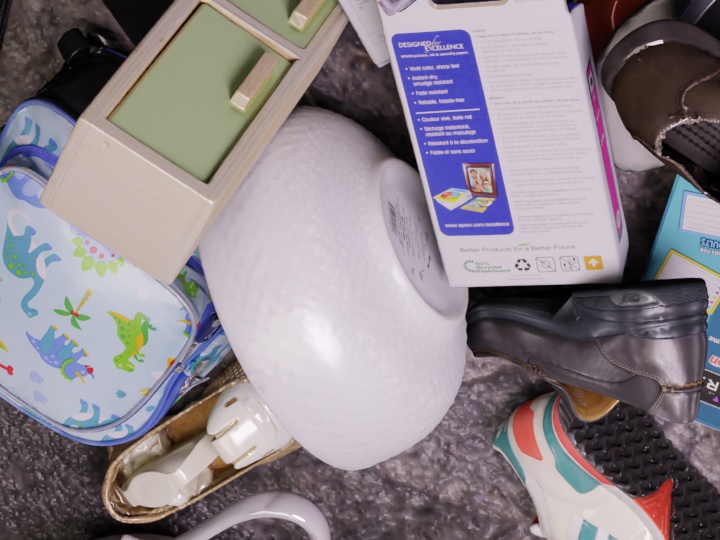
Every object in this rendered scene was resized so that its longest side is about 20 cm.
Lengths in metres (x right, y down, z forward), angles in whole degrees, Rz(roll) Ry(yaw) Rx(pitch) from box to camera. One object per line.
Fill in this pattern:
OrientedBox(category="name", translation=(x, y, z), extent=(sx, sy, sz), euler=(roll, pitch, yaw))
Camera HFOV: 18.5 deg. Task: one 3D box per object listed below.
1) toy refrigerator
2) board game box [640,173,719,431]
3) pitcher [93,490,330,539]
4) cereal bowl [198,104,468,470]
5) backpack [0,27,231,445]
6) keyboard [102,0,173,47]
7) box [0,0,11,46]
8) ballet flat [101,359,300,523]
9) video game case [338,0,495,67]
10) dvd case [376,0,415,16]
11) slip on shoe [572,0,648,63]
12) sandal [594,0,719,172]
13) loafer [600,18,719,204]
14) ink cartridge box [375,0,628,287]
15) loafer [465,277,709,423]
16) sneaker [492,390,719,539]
OrientedBox(category="toy refrigerator", translation=(-0.072, -0.091, 1.086), extent=(0.076, 0.200, 0.070), euler=(33, 133, -1))
OrientedBox(category="board game box", translation=(0.230, 0.000, 1.177), extent=(0.150, 0.047, 0.201), euler=(22, 125, 10))
OrientedBox(category="pitcher", translation=(-0.108, 0.208, 1.393), extent=(0.198, 0.121, 0.173), euler=(0, 120, 11))
OrientedBox(category="cereal bowl", translation=(0.000, 0.000, 1.177), extent=(0.083, 0.200, 0.201), euler=(-22, 109, 23))
OrientedBox(category="backpack", translation=(-0.155, 0.003, 1.271), extent=(0.183, 0.147, 0.200), euler=(36, 129, 1))
OrientedBox(category="keyboard", translation=(-0.116, -0.204, 1.163), extent=(0.127, 0.021, 0.200), euler=(54, 150, 9))
OrientedBox(category="box", translation=(-0.249, -0.187, 1.261), extent=(0.109, 0.035, 0.201), euler=(25, 125, 6))
OrientedBox(category="ballet flat", translation=(-0.085, 0.105, 1.352), extent=(0.200, 0.065, 0.071), euler=(-36, 102, 33))
OrientedBox(category="video game case", translation=(0.037, -0.223, 1.063), extent=(0.180, 0.045, 0.201), euler=(-22, 109, 30))
OrientedBox(category="dvd case", translation=(0.011, -0.240, 1.006), extent=(0.148, 0.016, 0.201), euler=(-37, 84, 29))
OrientedBox(category="slip on shoe", translation=(0.112, -0.086, 1.165), extent=(0.074, 0.061, 0.200), euler=(41, 124, -3))
OrientedBox(category="sandal", translation=(0.185, -0.117, 1.076), extent=(0.200, 0.043, 0.076), euler=(-38, 97, 31))
OrientedBox(category="loafer", translation=(0.197, -0.044, 1.058), extent=(0.199, 0.072, 0.073), euler=(23, 131, -26))
OrientedBox(category="ink cartridge box", translation=(0.072, -0.076, 1.099), extent=(0.094, 0.037, 0.201), euler=(-1, 132, 18))
OrientedBox(category="loafer", translation=(0.115, 0.046, 1.184), extent=(0.200, 0.072, 0.073), euler=(175, 88, -66))
OrientedBox(category="sneaker", translation=(0.155, 0.149, 1.294), extent=(0.200, 0.070, 0.093), euler=(51, 141, -14))
